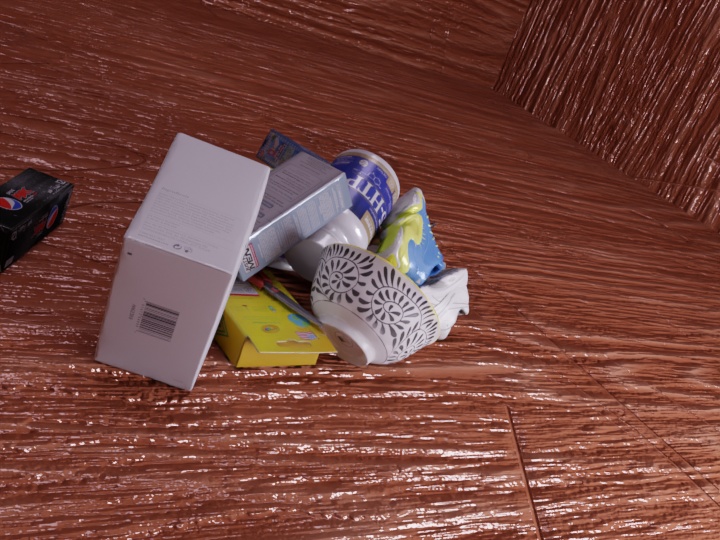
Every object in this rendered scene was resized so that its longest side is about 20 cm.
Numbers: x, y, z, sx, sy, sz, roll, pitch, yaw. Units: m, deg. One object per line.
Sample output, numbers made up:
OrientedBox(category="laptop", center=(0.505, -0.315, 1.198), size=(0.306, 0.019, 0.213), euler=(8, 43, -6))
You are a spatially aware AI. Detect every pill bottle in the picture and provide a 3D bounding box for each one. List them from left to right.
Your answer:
OrientedBox(category="pill bottle", center=(-0.030, -0.079, 1.332), size=(0.119, 0.120, 0.200), euler=(26, 51, 7))

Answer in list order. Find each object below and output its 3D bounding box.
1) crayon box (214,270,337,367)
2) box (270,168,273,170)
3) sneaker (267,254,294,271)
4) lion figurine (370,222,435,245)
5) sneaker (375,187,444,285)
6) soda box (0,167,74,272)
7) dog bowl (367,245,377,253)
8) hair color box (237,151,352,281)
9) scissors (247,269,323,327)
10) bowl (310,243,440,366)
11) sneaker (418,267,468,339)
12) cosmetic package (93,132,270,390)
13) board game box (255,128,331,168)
OrientedBox(category="crayon box", center=(-0.135, 0.068, 1.169), size=(0.126, 0.051, 0.200), euler=(4, 28, -38))
OrientedBox(category="box", center=(-0.110, -0.117, 1.492), size=(0.122, 0.048, 0.200), euler=(41, -5, -20))
OrientedBox(category="sneaker", center=(-0.158, -0.087, 1.358), size=(0.199, 0.147, 0.081), euler=(16, -2, -8))
OrientedBox(category="lion figurine", center=(0.042, -0.059, 1.463), size=(0.199, 0.073, 0.123), euler=(-7, 16, -9))
OrientedBox(category="sneaker", center=(0.084, -0.045, 1.390), size=(0.105, 0.076, 0.200), euler=(45, 37, -17))
OrientedBox(category="soda box", center=(-0.453, -0.071, 1.164), size=(0.070, 0.064, 0.200), euler=(21, 21, -3))
OrientedBox(category="dog bowl", center=(-0.001, -0.103, 1.683), size=(0.199, 0.059, 0.200), euler=(19, 23, -8))
OrientedBox(category="hair color box", center=(-0.119, -0.079, 1.218), size=(0.200, 0.061, 0.099), euler=(-36, 45, -25))
OrientedBox(category="scissors", center=(-0.130, 0.024, 1.196), size=(0.073, 0.014, 0.200), euler=(2, 31, -43))
OrientedBox(category="bowl", center=(0.000, 0.067, 1.198), size=(0.200, 0.201, 0.094), euler=(30, 64, 17))
OrientedBox(category="sneaker", center=(0.101, 0.066, 1.372), size=(0.199, 0.100, 0.078), euler=(-21, 6, -31))
OrientedBox(category="cosmetic package", center=(-0.202, -0.010, 1.018), size=(0.122, 0.200, 0.201), euler=(19, 41, -9))
OrientedBox(category="board game box", center=(-0.055, -0.155, 1.547), size=(0.200, 0.062, 0.200), euler=(26, 8, -37))
